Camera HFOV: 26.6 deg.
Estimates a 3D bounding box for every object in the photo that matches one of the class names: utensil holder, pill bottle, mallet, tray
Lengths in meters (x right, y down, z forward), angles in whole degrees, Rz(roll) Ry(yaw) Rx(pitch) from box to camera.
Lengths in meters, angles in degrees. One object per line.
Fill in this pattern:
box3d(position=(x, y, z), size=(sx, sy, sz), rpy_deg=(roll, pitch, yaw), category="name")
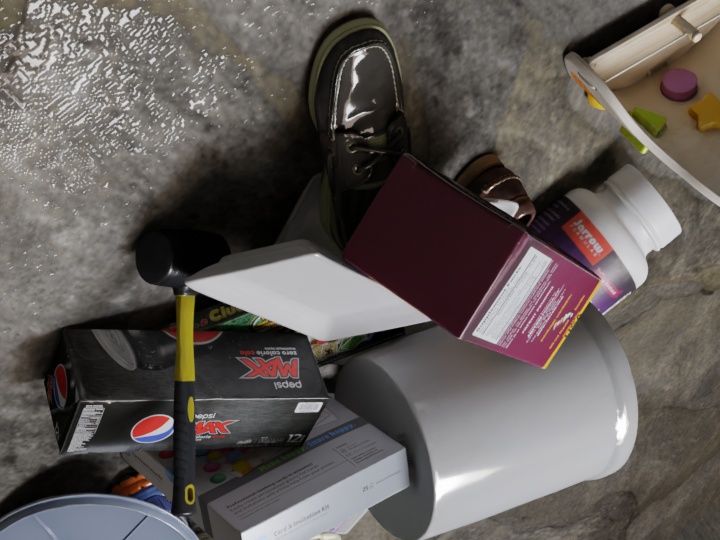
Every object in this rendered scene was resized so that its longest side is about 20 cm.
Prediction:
box3d(position=(0.100, 0.119, 1.266), size=(0.199, 0.171, 0.170), rpy_deg=(-16, 148, -26), category="utensil holder")
box3d(position=(0.197, -0.005, 1.426), size=(0.200, 0.112, 0.111), rpy_deg=(-39, 155, 1), category="pill bottle")
box3d(position=(-0.130, 0.069, 1.061), size=(0.041, 0.202, 0.066), rpy_deg=(-2, 170, 39), category="mallet")
box3d(position=(-0.030, 0.014, 1.093), size=(0.107, 0.022, 0.200), rpy_deg=(-11, 161, 26), category="tray")

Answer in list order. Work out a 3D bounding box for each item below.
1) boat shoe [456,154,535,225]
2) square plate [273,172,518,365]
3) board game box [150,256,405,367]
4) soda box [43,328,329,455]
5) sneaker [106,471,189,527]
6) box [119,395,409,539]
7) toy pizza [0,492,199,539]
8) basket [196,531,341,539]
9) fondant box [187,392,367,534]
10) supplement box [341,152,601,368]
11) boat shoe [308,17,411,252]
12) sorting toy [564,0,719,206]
box3d(position=(0.093, -0.010, 1.330), size=(0.070, 0.070, 0.201), rpy_deg=(-25, 154, -33), category="boat shoe")
box3d(position=(0.000, 0.000, 1.219), size=(0.197, 0.029, 0.200), rpy_deg=(7, 132, -34), category="square plate")
box3d(position=(-0.066, 0.050, 1.200), size=(0.199, 0.024, 0.105), rpy_deg=(-20, 145, -5), category="board game box")
box3d(position=(-0.129, 0.089, 1.136), size=(0.199, 0.071, 0.063), rpy_deg=(2, 137, -29), category="soda box")
box3d(position=(-0.209, 0.261, 1.377), size=(0.075, 0.079, 0.201), rpy_deg=(-16, 147, -37), category="sneaker")
box3d(position=(-0.081, 0.146, 1.217), size=(0.155, 0.200, 0.041), rpy_deg=(-23, 121, -29), category="box")
box3d(position=(-0.231, 0.249, 1.297), size=(0.198, 0.032, 0.201), rpy_deg=(-4, 132, -5), category="toy pizza")
box3d(position=(-0.113, 0.307, 1.418), size=(0.135, 0.124, 0.199), rpy_deg=(8, 166, -39), category="basket")
box3d(position=(-0.055, 0.181, 1.429), size=(0.199, 0.058, 0.144), rpy_deg=(10, 128, -45), category="fondant box")
box3d(position=(0.085, -0.002, 1.094), size=(0.086, 0.110, 0.200), rpy_deg=(-57, 155, 5), category="supplement box")
box3d(position=(0.007, -0.081, 1.062), size=(0.071, 0.066, 0.202), rpy_deg=(-18, 138, -18), category="boat shoe")
box3d(position=(0.295, -0.135, 1.252), size=(0.199, 0.180, 0.107), rpy_deg=(-30, 154, -15), category="sorting toy")
